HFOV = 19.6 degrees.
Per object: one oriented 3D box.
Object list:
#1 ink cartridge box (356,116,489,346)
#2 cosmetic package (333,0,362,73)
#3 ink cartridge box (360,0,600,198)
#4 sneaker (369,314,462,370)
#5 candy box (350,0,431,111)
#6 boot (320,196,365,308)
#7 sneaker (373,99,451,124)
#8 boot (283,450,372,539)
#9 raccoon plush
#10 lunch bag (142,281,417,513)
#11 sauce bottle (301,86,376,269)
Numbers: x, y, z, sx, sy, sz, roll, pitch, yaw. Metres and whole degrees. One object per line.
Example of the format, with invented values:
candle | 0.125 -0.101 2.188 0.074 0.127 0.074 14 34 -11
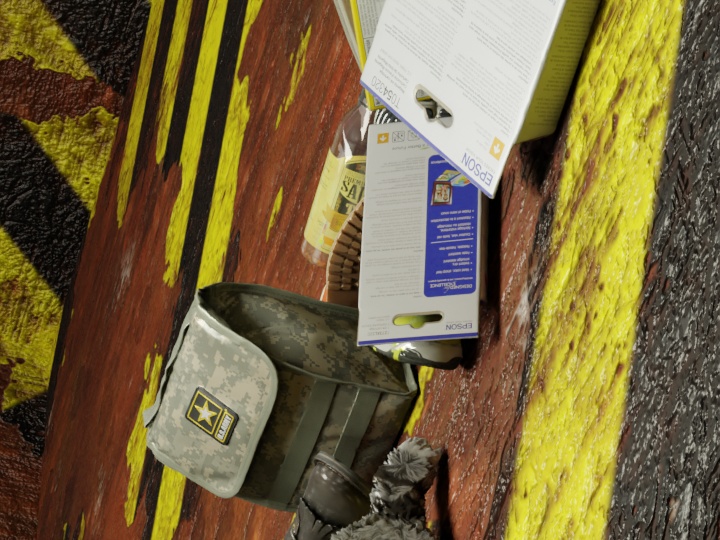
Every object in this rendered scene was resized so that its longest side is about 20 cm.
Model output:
ink cartridge box | 0.050 -0.027 1.581 0.037 0.094 0.202 67 -158 -54
cosmetic package | 0.003 -0.266 1.789 0.106 0.070 0.201 -112 0 -51
ink cartridge box | 0.090 -0.185 1.525 0.196 0.043 0.202 45 126 45
sneaker | 0.041 0.011 1.629 0.200 0.075 0.077 -110 34 -62
candy box | 0.039 -0.228 1.618 0.026 0.101 0.202 -98 -1 -63
boot | 0.000 0.000 1.813 0.108 0.074 0.201 -93 18 -59
sneaker | 0.063 -0.157 1.728 0.080 0.077 0.202 22 -96 -85
boot | -0.061 0.252 1.656 0.174 0.069 0.201 -44 -23 -30
raccoon plush | 0.028 0.241 1.553 0.200 0.096 0.135 -52 -23 -44
lunch bag | -0.071 0.108 1.737 0.118 0.198 0.165 -96 23 -52
sauce bottle | -0.001 -0.098 1.902 0.066 0.065 0.202 -107 30 -63
